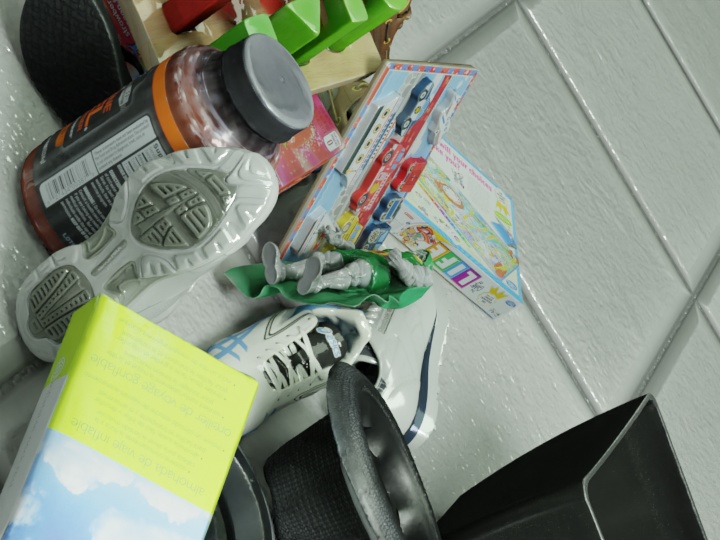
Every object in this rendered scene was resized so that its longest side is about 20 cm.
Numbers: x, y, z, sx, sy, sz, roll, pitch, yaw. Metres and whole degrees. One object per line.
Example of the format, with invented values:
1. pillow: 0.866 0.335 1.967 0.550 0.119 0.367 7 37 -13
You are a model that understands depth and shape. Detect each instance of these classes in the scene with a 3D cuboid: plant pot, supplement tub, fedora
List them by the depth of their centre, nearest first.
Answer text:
1. supplement tub: -0.127 -0.081 1.349 0.107 0.199 0.108 40 34 -34
2. fedora: -0.011 0.165 1.413 0.201 0.091 0.202 -21 90 -81
3. plant pot: 0.153 0.236 1.534 0.199 0.176 0.202 -37 108 -62

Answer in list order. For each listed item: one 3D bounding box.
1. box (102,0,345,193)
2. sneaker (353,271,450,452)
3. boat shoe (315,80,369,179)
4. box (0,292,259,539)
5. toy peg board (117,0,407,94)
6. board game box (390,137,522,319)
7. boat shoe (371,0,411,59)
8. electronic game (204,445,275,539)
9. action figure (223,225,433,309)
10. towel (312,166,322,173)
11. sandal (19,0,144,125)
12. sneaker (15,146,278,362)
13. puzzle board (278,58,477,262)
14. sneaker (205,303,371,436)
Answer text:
1. box: -0.115 -0.143 1.508 0.095 0.099 0.201 -34 96 -40
2. sneaker: 0.019 0.053 1.612 0.080 0.076 0.201 32 37 -27
3. boat shoe: -0.005 -0.127 1.731 0.074 0.066 0.201 25 44 -47
4. box: -0.148 0.130 1.210 0.121 0.048 0.201 30 59 -20
5. toy peg board: -0.073 -0.227 1.444 0.199 0.098 0.201 -21 86 -41
6. board game box: 0.074 -0.061 1.838 0.200 0.034 0.135 39 35 -35
7. boat shoe: 0.015 -0.231 1.783 0.200 0.067 0.073 75 -2 -72
8. electronic game: -0.128 0.165 1.293 0.199 0.041 0.202 29 48 -37
9. action figure: 0.000 0.000 1.552 0.199 0.117 0.055 -3 109 -58
10. towel: -0.110 -0.154 1.628 0.201 0.024 0.147 61 28 -1
11. sandal: -0.181 -0.122 1.438 0.201 0.075 0.045 64 27 -12
12. sneaker: -0.129 -0.014 1.303 0.078 0.199 0.099 61 18 13
13. puzzle board: 0.012 -0.077 1.595 0.017 0.201 0.150 38 21 22
14. sneaker: -0.056 0.066 1.471 0.072 0.072 0.200 62 29 -2
